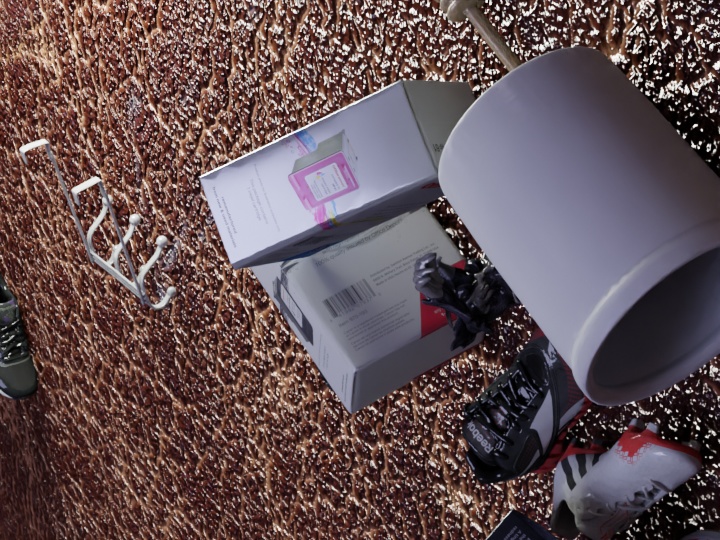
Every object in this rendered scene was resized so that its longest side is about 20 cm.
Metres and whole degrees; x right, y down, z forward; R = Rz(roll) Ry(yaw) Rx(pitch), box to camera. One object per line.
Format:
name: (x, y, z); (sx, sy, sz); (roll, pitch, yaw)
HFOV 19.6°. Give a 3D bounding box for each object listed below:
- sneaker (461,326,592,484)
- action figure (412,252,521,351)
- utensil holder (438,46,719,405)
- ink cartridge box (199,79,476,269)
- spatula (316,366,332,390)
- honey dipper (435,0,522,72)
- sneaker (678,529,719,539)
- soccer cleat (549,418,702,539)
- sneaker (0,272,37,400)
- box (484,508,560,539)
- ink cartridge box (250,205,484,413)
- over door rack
sneaker: (0.136, 0.113, 1.724); (0.071, 0.098, 0.201); (55, 150, 27)
action figure: (0.105, -0.009, 1.673); (0.102, 0.119, 0.200); (39, 151, -16)
utensil holder: (0.172, -0.034, 1.471); (0.200, 0.169, 0.170); (53, 150, 30)
ink cartridge box: (-0.005, -0.079, 1.685); (0.199, 0.144, 0.085); (-22, 85, 24)
spatula: (-0.071, 0.033, 2.126); (0.201, 0.020, 0.057); (60, 165, 9)
honey dipper: (0.116, -0.166, 1.619); (0.200, 0.038, 0.038); (54, 150, 20)
sneaker: (0.252, 0.249, 1.597); (0.072, 0.112, 0.200); (66, 153, 3)
soccer cleat: (0.206, 0.171, 1.641); (0.200, 0.068, 0.086); (-24, 45, 67)
sneaker: (-0.504, 0.083, 2.913); (0.201, 0.075, 0.088); (63, 147, 8)
box: (0.164, 0.300, 1.656); (0.198, 0.123, 0.200); (42, 179, 12)
ink cartridge box: (0.000, 0.000, 1.829); (0.200, 0.145, 0.084); (55, 161, 24)
over door rack: (-0.291, -0.060, 2.393); (0.148, 0.067, 0.200); (33, 158, 48)
